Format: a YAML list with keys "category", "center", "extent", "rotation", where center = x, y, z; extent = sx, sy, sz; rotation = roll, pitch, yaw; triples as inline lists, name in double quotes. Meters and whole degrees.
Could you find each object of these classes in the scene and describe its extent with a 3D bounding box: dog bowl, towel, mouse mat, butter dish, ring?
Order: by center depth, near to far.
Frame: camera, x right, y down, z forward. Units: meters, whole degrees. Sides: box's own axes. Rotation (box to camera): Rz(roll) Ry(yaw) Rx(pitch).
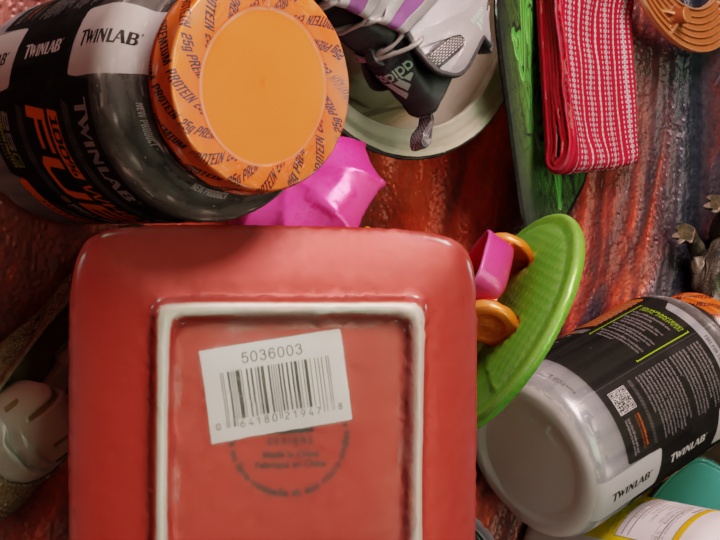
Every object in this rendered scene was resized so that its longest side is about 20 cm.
- category: "butter dish"
  center: [-0.051, 0.077, 0.684]
  extent: [0.199, 0.148, 0.200]
  rotation: [0, 92, -15]
- category: "dog bowl"
  center: [0.009, -0.168, 0.826]
  extent: [0.200, 0.074, 0.201]
  rotation: [-1, 92, -39]
- category: "mouse mat"
  center: [0.125, -0.116, 0.895]
  extent: [0.161, 0.008, 0.201]
  rotation: [-54, 139, -51]
- category: "towel"
  center: [0.164, -0.142, 0.931]
  extent: [0.200, 0.022, 0.145]
  rotation: [-13, 101, -63]
- category: "ring"
  center: [0.255, -0.269, 1.032]
  extent: [0.200, 0.019, 0.201]
  rotation: [8, 79, -47]

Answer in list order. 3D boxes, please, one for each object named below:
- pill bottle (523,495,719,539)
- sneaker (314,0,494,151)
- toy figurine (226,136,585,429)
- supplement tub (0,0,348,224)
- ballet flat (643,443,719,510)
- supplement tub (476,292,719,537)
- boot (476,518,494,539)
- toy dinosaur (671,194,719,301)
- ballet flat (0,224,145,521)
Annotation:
- category: "pill bottle"
  center: [0.213, 0.212, 0.915]
  extent: [0.104, 0.200, 0.105]
  rotation: [-1, 92, -38]
- category: "sneaker"
  center: [0.007, -0.131, 0.730]
  extent: [0.200, 0.078, 0.140]
  rotation: [-21, 103, -36]
- category: "toy figurine"
  center: [0.000, 0.000, 0.791]
  extent: [0.184, 0.200, 0.150]
  rotation: [31, 49, -14]
- category: "supplement tub"
  center: [-0.103, -0.084, 0.658]
  extent: [0.122, 0.200, 0.123]
  rotation: [-1, 91, -38]
- category: "ballet flat"
  center: [0.283, 0.143, 1.030]
  extent: [0.067, 0.067, 0.200]
  rotation: [36, 105, 2]
- category: "supplement tub"
  center: [0.185, 0.093, 0.940]
  extent: [0.200, 0.122, 0.123]
  rotation: [-23, 105, -35]
- category: "boot"
  center: [0.037, 0.258, 0.810]
  extent: [0.200, 0.065, 0.165]
  rotation: [-33, 114, -61]
- category: "toy dinosaur"
  center: [0.305, -0.013, 1.076]
  extent: [0.200, 0.077, 0.102]
  rotation: [-60, 144, -30]
- category: "ballet flat"
  center: [-0.157, 0.054, 0.704]
  extent: [0.070, 0.065, 0.200]
  rotation: [43, 66, -28]
